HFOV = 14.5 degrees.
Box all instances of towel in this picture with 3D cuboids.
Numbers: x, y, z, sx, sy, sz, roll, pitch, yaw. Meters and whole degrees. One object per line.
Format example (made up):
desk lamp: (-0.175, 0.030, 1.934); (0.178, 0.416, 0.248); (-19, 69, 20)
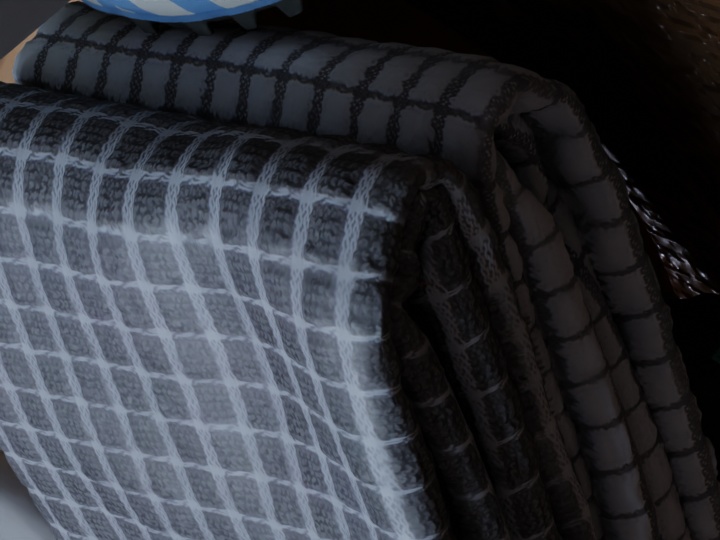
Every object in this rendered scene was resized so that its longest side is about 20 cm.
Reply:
towel: (-0.009, 0.044, 0.643); (0.165, 0.086, 0.201); (9, 128, 43)

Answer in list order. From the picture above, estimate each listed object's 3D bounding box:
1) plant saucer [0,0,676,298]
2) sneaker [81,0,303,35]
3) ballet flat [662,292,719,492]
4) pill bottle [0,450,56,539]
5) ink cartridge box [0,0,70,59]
plant saucer: (-0.013, 0.003, 0.732); (0.200, 0.032, 0.201); (21, 142, 17)
sneaker: (-0.069, -0.116, 0.643); (0.200, 0.072, 0.073); (35, 165, 38)
ballet flat: (0.104, 0.081, 0.705); (0.068, 0.068, 0.200); (25, 159, 29)
pill bottle: (-0.113, 0.043, 0.855); (0.114, 0.114, 0.200); (52, -157, -23)
ink cartridge box: (-0.095, -0.137, 0.478); (0.083, 0.147, 0.200); (39, 165, 38)
